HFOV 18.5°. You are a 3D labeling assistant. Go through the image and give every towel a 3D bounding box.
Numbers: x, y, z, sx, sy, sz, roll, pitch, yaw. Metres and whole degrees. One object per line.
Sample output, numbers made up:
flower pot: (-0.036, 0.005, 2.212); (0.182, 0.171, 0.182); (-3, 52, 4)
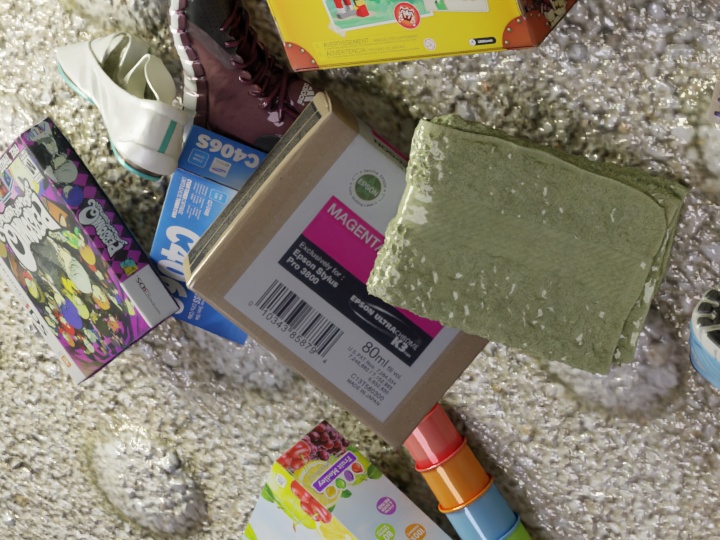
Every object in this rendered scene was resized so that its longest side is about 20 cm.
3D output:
towel: (0.114, -0.017, 1.516); (0.199, 0.037, 0.149); (16, 105, -10)

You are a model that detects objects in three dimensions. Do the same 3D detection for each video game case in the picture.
video game case: (-0.237, -0.011, 1.765); (0.182, 0.036, 0.200); (55, 151, -1)

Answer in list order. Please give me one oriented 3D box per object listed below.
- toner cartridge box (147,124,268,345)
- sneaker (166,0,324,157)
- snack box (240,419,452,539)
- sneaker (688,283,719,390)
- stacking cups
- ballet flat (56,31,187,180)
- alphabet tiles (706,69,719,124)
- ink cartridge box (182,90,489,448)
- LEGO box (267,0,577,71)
toner cartridge box: (-0.107, -0.023, 1.679); (0.095, 0.043, 0.200); (21, 146, -1)
sneaker: (-0.071, -0.153, 1.590); (0.115, 0.076, 0.201); (16, 140, 16)
snack box: (0.003, 0.243, 1.797); (0.200, 0.068, 0.169); (44, 147, 13)
sneaker: (0.314, 0.085, 1.525); (0.200, 0.078, 0.090); (35, 153, 10)
stacking cups: (0.098, 0.190, 1.746); (0.060, 0.060, 0.201); (-19, 107, 41)
ballet flat: (-0.168, -0.136, 1.624); (0.200, 0.069, 0.070); (-127, 24, -53)
alphabet tiles: (0.307, -0.095, 1.424); (0.167, 0.008, 0.201); (23, 132, 17)
ink cartridge box: (0.000, 0.000, 1.565); (0.200, 0.075, 0.165); (37, 99, -13)
LEGO box: (0.027, -0.221, 1.461); (0.199, 0.077, 0.150); (-2, 121, 34)
